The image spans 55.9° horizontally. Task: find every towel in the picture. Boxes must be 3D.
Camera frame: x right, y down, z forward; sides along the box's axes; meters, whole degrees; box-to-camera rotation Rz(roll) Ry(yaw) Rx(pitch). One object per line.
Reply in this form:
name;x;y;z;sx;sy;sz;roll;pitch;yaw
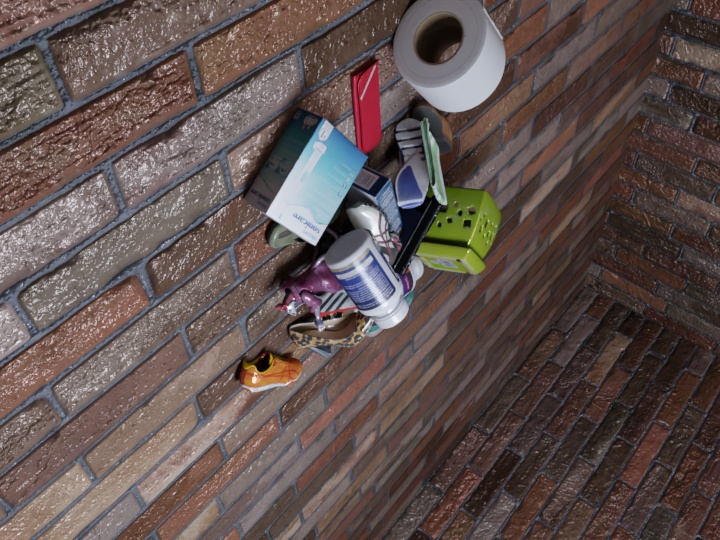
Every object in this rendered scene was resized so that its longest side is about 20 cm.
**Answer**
towel;0.164;-0.236;1.510;0.200;0.023;0.156;34;47;-75

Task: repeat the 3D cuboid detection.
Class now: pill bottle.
pill bottle;0.074;0.029;1.759;0.199;0.111;0.113;-35;145;-39
pill bottle;0.020;0.023;1.429;0.111;0.110;0.201;-46;118;-22

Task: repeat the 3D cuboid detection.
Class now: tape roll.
tape roll;0.181;-0.443;1.377;0.139;0.201;0.205;15;104;-61

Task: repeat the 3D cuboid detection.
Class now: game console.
game console;0.103;-0.102;1.644;0.116;0.175;0.202;26;95;-46

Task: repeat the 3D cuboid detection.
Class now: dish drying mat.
dish drying mat;0.016;-0.332;1.405;0.077;0.018;0.202;-45;149;-28

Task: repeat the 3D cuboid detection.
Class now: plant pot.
plant pot;0.241;-0.100;1.765;0.200;0.196;0.185;34;68;-62

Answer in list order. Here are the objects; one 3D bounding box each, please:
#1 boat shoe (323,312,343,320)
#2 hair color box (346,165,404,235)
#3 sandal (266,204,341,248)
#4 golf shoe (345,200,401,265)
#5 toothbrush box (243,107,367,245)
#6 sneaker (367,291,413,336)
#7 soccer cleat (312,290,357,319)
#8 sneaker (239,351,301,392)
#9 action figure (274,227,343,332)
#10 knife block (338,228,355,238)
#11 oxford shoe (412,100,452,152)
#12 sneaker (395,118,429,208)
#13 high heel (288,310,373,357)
boat shoe;-0.062;0.087;1.640;0.073;0.063;0.203;-25;138;-47
hair color box;0.030;-0.144;1.527;0.061;0.099;0.201;-50;152;-18
sandal;-0.107;-0.089;1.397;0.200;0.057;0.081;-33;143;-40
golf shoe;0.027;-0.073;1.468;0.200;0.076;0.089;48;51;-43
toothbrush box;-0.100;-0.172;1.265;0.146;0.085;0.202;31;89;-48
sneaker;0.078;0.094;1.873;0.200;0.071;0.080;-45;154;-23
soccer cleat;-0.028;0.051;1.543;0.069;0.197;0.087;-45;118;-70
sneaker;-0.195;0.222;1.548;0.199;0.072;0.079;-7;114;-60
action figure;-0.102;0.026;1.439;0.199;0.133;0.151;-38;145;-40
knife block;0.000;0.000;1.566;0.175;0.063;0.204;-15;96;-75
oxford shoe;0.171;-0.356;1.613;0.200;0.070;0.073;39;56;-62
sneaker;0.124;-0.234;1.563;0.115;0.079;0.203;56;33;-71
high heel;-0.065;0.128;1.580;0.199;0.072;0.142;-37;133;23
